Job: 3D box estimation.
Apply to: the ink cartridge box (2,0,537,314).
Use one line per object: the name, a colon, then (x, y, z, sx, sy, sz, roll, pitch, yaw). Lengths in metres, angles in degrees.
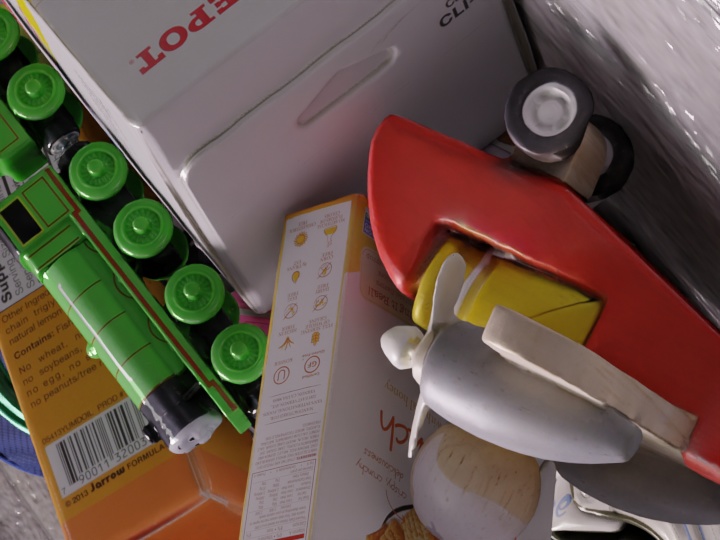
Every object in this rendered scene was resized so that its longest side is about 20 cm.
ink cartridge box: (-0.054, -0.117, 0.953, 0.200, 0.145, 0.145, 50, 174, 33)

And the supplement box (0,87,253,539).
supplement box: (-0.100, 0.026, 1.003, 0.067, 0.069, 0.201, 36, -151, -58)

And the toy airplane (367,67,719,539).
toy airplane: (0.082, 0.047, 0.845, 0.200, 0.141, 0.199, 44, -175, -24)

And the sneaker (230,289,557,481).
sneaker: (0.002, 0.074, 1.016, 0.200, 0.087, 0.074, 29, -147, -39)

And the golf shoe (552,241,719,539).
golf shoe: (0.101, 0.059, 1.005, 0.200, 0.097, 0.078, 52, 176, 26)

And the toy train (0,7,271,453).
toy train: (-0.101, -0.015, 0.935, 0.200, 0.056, 0.042, 51, 176, 18)

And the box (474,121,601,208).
box: (0.034, -0.073, 1.039, 0.039, 0.041, 0.200, 57, 174, -37)

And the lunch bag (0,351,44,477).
lunch bag: (-0.163, -0.006, 1.207, 0.136, 0.133, 0.200, -16, 138, 41)

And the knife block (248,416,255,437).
knife block: (-0.007, 0.117, 1.103, 0.064, 0.199, 0.177, -12, -81, -68)

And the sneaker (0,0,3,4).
sneaker: (-0.118, -0.214, 1.083, 0.075, 0.201, 0.116, 17, 142, -4)

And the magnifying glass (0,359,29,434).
magnifying glass: (-0.089, 0.066, 1.078, 0.200, 0.022, 0.080, 36, 129, 12)

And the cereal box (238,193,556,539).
cereal box: (0.016, 0.094, 0.900, 0.144, 0.039, 0.201, 39, -134, -43)

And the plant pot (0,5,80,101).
plant pot: (-0.097, -0.114, 1.271, 0.187, 0.187, 0.200, 53, 163, 4)

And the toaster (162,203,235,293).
toaster: (0.000, 0.000, 1.136, 0.200, 0.119, 0.181, 39, -172, -33)
